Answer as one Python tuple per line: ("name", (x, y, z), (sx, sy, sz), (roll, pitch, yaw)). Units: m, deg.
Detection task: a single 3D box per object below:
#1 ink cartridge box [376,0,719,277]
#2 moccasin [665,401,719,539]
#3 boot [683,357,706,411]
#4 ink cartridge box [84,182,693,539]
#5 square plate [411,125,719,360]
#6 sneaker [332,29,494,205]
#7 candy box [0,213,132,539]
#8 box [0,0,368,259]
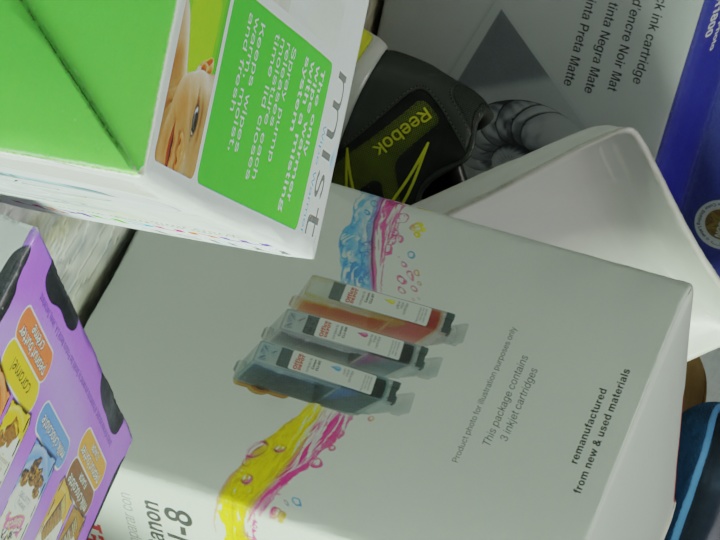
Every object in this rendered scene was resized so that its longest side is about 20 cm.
("ink cartridge box", (0.104, -0.089, 1.130), (0.041, 0.199, 0.200), (-54, 160, -53))
("moccasin", (0.172, 0.169, 1.307), (0.201, 0.068, 0.080), (-66, -162, -7))
("boot", (0.160, 0.037, 1.369), (0.200, 0.066, 0.175), (96, 18, -44))
("ink cartridge box", (0.003, 0.072, 0.912), (0.146, 0.199, 0.145), (84, 28, -53))
("square plate", (0.050, 0.016, 1.076), (0.198, 0.199, 0.029), (50, 20, -55))
("sneaker", (0.004, -0.008, 1.095), (0.075, 0.084, 0.200), (-56, 162, -46))
("candy box", (-0.139, 0.094, 0.637), (0.168, 0.071, 0.201), (82, 29, -67))
("box", (-0.051, -0.114, 0.570), (0.176, 0.096, 0.201), (29, 72, -78))
